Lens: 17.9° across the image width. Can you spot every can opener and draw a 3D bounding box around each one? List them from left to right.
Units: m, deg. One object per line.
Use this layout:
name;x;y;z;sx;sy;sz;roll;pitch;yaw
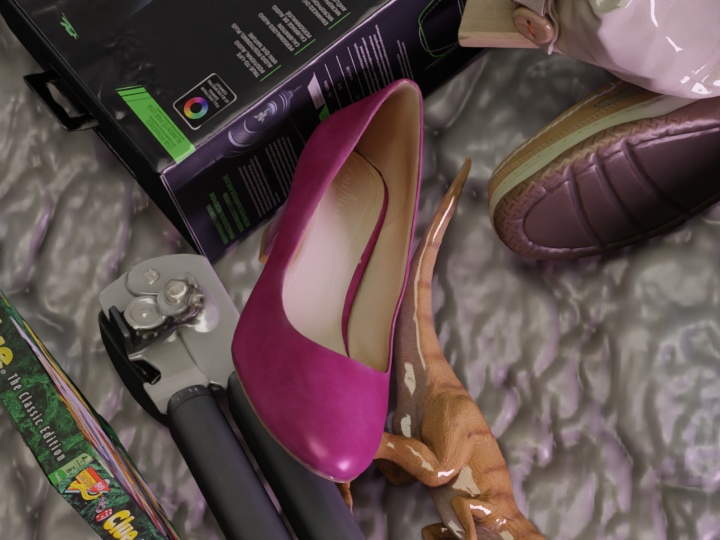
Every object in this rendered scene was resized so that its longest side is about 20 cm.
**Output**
can opener;-0.052;0.069;0.946;0.052;0.067;0.200;-21;49;-16

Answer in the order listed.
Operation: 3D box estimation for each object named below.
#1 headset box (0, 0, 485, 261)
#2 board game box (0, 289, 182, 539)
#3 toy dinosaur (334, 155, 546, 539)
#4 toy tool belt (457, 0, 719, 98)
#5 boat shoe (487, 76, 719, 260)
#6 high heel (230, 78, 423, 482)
headset box;-0.062;-0.130;1.037;0.200;0.093;0.174;-37;65;-7
board game box;-0.108;0.071;0.895;0.023;0.200;0.105;-36;66;-6
toy dinosaur;0.030;0.066;0.962;0.106;0.060;0.201;-18;74;-12
toy tool belt;0.127;-0.170;0.969;0.123;0.125;0.201;16;68;47
boat shoe;0.138;-0.072;0.999;0.199;0.072;0.076;-23;50;-10
high heel;0.000;0.000;0.929;0.067;0.200;0.096;30;116;-15
